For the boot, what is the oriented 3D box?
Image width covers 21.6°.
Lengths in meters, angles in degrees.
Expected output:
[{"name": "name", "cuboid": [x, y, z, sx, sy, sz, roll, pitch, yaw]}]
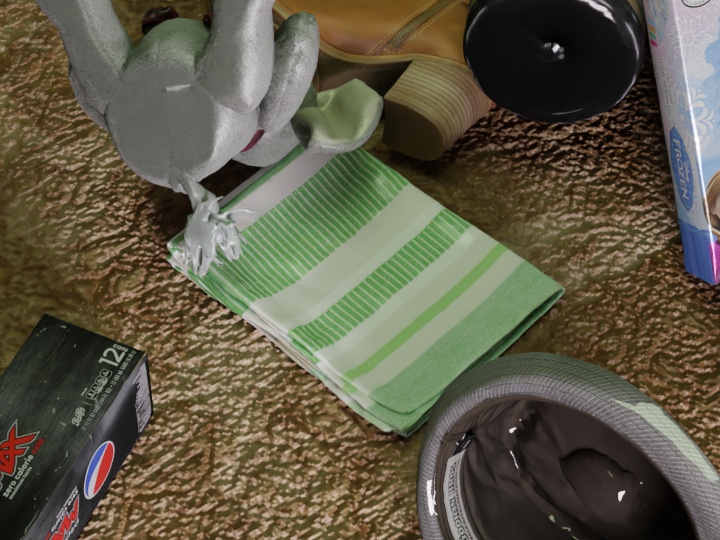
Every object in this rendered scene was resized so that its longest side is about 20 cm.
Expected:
[{"name": "boot", "cuboid": [0.013, -0.169, 1.238, 0.199, 0.077, 0.156, 26, 52, 16]}]

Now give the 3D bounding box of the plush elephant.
[{"name": "plush elephant", "cuboid": [-0.079, -0.114, 1.132, 0.163, 0.202, 0.155, -7, 15, 22]}]

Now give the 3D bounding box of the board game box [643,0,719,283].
[{"name": "board game box", "cuboid": [0.273, -0.117, 1.123, 0.198, 0.201, 0.043, -18, 18, -14]}]

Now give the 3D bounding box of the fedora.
[{"name": "fedora", "cuboid": [0.125, 0.127, 0.978, 0.199, 0.178, 0.090, 33, 29, 24]}]

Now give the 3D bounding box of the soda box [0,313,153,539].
[{"name": "soda box", "cuboid": [-0.188, 0.123, 1.020, 0.070, 0.064, 0.201, 19, 54, 16]}]

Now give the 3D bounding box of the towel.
[{"name": "towel", "cuboid": [0.000, 0.000, 1.142, 0.199, 0.024, 0.152, 36, 59, 25]}]

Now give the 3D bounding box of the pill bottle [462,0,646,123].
[{"name": "pill bottle", "cuboid": [0.130, -0.198, 1.195, 0.111, 0.112, 0.201, 7, 47, 6]}]
